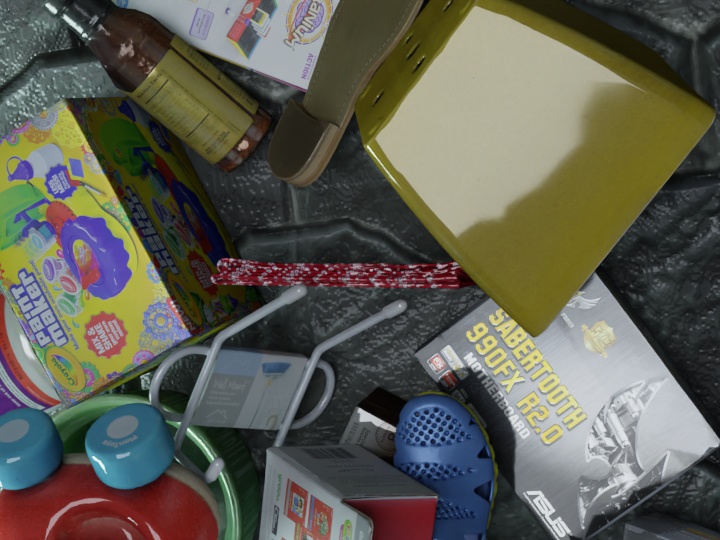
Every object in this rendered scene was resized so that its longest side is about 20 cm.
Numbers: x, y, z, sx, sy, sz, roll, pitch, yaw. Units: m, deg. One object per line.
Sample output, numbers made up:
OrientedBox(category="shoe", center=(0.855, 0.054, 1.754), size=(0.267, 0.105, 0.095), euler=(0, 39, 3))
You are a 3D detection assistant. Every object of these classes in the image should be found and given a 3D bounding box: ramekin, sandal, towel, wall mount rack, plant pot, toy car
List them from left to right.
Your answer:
OrientedBox(category="toy car", center=(-0.205, 0.230, 1.259), size=(0.176, 0.200, 0.185), euler=(-3, 126, 17))
OrientedBox(category="ramekin", center=(-0.179, 0.193, 1.438), size=(0.199, 0.098, 0.201), euler=(1, 96, 14))
OrientedBox(category="wall mount rack", center=(-0.059, 0.080, 1.341), size=(0.074, 0.199, 0.174), euler=(34, 106, 38))
OrientedBox(category="towel", center=(0.000, 0.000, 1.349), size=(0.199, 0.145, 0.023), euler=(1, 91, 15))
OrientedBox(category="sandal", center=(0.009, -0.154, 1.355), size=(0.078, 0.069, 0.212), euler=(43, 105, 42))
OrientedBox(category="sandal", center=(0.063, 0.191, 1.304), size=(0.079, 0.087, 0.201), euler=(-7, 95, 13))
OrientedBox(category="plant pot", center=(0.105, -0.107, 1.257), size=(0.176, 0.200, 0.200), euler=(34, 104, -14))

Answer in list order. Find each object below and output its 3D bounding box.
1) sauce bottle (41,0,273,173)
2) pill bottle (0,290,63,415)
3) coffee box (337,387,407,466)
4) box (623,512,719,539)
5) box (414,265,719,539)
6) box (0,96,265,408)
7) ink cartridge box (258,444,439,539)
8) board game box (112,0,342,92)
OrientedBox(category="sauce bottle", center=(-0.161, -0.161, 1.383), size=(0.200, 0.066, 0.066), euler=(41, 104, -13))
OrientedBox(category="pill bottle", center=(-0.314, 0.082, 1.444), size=(0.199, 0.112, 0.113), euler=(-23, 90, 25))
OrientedBox(category="coffee box", center=(0.013, 0.211, 1.401), size=(0.113, 0.080, 0.201), euler=(27, 102, 8))
OrientedBox(category="box", center=(0.263, 0.303, 1.317), size=(0.158, 0.048, 0.201), euler=(16, 105, 44))
OrientedBox(category="box", center=(0.164, 0.096, 1.369), size=(0.158, 0.048, 0.200), euler=(-37, 87, 15))
OrientedBox(category="box", center=(-0.196, -0.020, 1.371), size=(0.122, 0.193, 0.201), euler=(-29, 89, 15))
OrientedBox(category="ink cartridge box", center=(-0.008, 0.248, 1.274), size=(0.083, 0.175, 0.201), euler=(2, 100, -27))
OrientedBox(category="board game box", center=(-0.089, -0.242, 1.399), size=(0.199, 0.040, 0.154), euler=(22, 101, 11))
